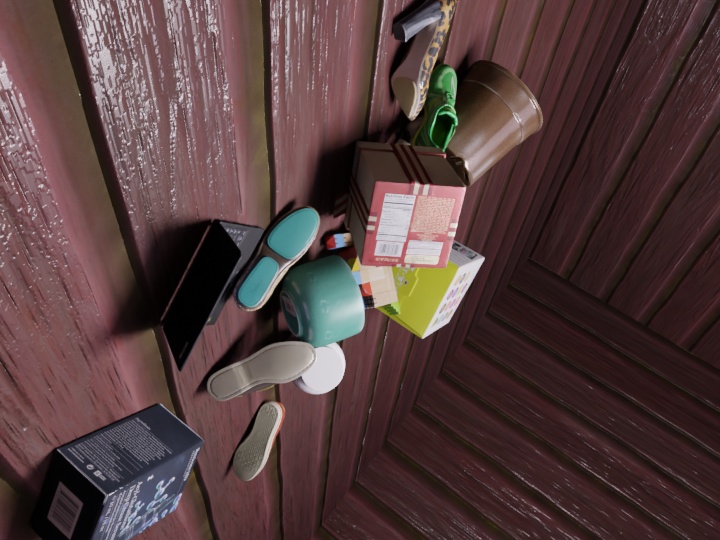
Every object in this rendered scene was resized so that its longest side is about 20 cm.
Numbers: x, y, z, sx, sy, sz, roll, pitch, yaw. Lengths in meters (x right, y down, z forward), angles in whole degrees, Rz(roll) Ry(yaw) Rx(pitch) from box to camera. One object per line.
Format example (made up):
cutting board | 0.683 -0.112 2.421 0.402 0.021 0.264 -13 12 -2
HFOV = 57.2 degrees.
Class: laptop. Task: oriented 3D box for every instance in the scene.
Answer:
laptop | -0.192 0.031 0.936 0.178 0.103 0.200 -60 161 9

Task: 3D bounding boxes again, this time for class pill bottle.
pill bottle | -0.092 0.179 1.295 0.112 0.111 0.200 -54 -169 -8

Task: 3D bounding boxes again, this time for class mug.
mug | -0.080 0.068 1.204 0.114 0.153 0.185 -18 153 -23

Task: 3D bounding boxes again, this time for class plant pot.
plant pot | 0.242 -0.296 1.392 0.198 0.200 0.200 -47 160 -8

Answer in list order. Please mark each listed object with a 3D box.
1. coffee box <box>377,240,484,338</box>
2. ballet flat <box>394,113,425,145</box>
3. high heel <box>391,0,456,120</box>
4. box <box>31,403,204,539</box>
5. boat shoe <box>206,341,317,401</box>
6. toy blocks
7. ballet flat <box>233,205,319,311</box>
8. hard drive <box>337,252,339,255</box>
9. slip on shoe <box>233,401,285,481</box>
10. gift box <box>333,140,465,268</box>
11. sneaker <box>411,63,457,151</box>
coffee box | 0.147 0.014 1.613 0.197 0.199 0.201 -16 135 -62
ballet flat | 0.097 -0.247 1.290 0.201 0.070 0.071 -54 161 -11
high heel | 0.119 -0.364 1.130 0.142 0.071 0.201 -41 148 -24
box | -0.354 0.313 0.978 0.200 0.107 0.149 -19 138 -63
boat shoe | -0.172 0.177 1.175 0.199 0.072 0.060 -22 173 -3
toy blocks | 0.000 0.000 1.286 0.136 0.099 0.202 -11 91 -49
ballet flat | -0.140 -0.021 1.070 0.200 0.070 0.065 -52 -171 -15
hard drive | -0.013 0.009 1.463 0.139 0.033 0.201 -42 156 -39
slip on shoe | -0.223 0.382 1.480 0.201 0.074 0.061 -65 163 7
gift box | 0.059 -0.109 1.162 0.187 0.183 0.201 -107 -152 -55
sneaker | 0.156 -0.295 1.243 0.074 0.083 0.202 20 76 -31
